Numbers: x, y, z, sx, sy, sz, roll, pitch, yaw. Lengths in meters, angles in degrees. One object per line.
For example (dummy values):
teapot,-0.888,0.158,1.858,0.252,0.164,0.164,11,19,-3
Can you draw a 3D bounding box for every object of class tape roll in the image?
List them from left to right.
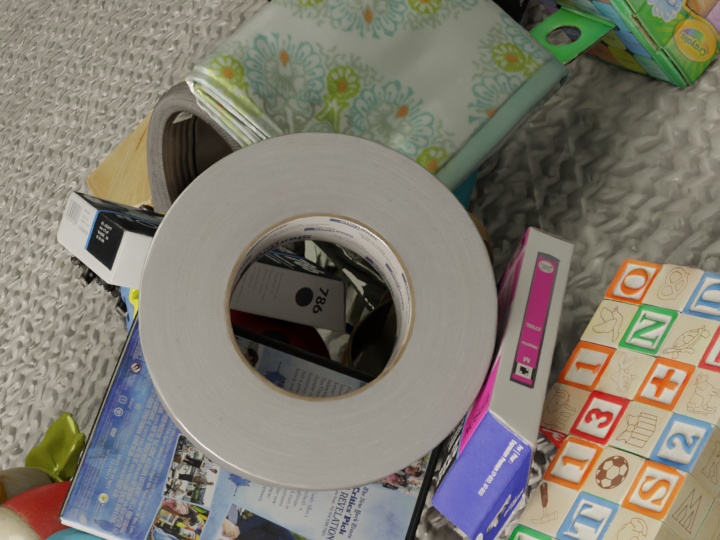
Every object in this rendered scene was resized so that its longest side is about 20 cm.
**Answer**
tape roll,-0.025,0.026,0.854,0.200,0.200,0.066,-55,-2,-12

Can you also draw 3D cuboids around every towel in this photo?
towel,0.012,-0.121,0.957,0.200,0.171,0.048,-43,-6,-23

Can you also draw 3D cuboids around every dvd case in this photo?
dvd case,-0.058,0.112,0.878,0.018,0.200,0.143,124,165,-72

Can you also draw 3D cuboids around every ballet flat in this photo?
ballet flat,0.000,0.000,1.035,0.068,0.068,0.200,-55,48,23

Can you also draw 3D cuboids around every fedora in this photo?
fedora,-0.083,-0.064,1.147,0.090,0.200,0.177,-29,46,-31

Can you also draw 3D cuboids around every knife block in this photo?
knife block,-0.166,-0.060,1.298,0.200,0.064,0.176,-45,36,3

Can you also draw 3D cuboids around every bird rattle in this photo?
bird rattle,-0.282,0.184,1.090,0.200,0.163,0.113,-26,74,12

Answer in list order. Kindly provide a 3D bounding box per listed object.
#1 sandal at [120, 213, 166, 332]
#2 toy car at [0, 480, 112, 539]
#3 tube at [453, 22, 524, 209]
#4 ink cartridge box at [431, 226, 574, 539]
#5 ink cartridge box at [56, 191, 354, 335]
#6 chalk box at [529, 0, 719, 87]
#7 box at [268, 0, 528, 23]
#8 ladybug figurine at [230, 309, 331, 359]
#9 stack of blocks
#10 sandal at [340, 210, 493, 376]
sandal,-0.152,0.055,1.123,0.087,0.079,0.200,-24,64,50
toy car,-0.130,0.190,0.974,0.200,0.177,0.184,-32,13,-28
tube,0.072,-0.108,1.116,0.077,0.050,0.200,-11,43,31
ink cartridge box,0.081,0.074,0.868,0.200,0.037,0.095,-74,6,-45
ink cartridge box,-0.086,-0.001,0.966,0.099,0.200,0.039,29,101,55
chalk box,0.191,-0.212,1.022,0.200,0.124,0.124,-50,36,-3
box,0.042,-0.255,1.220,0.200,0.115,0.132,-11,41,39
ladybug figurine,-0.061,0.083,0.979,0.072,0.136,0.200,-26,17,13
stack of blocks,0.154,0.097,0.812,0.115,0.059,0.200,12,66,51
sandal,0.022,0.054,0.937,0.080,0.054,0.200,33,110,41
